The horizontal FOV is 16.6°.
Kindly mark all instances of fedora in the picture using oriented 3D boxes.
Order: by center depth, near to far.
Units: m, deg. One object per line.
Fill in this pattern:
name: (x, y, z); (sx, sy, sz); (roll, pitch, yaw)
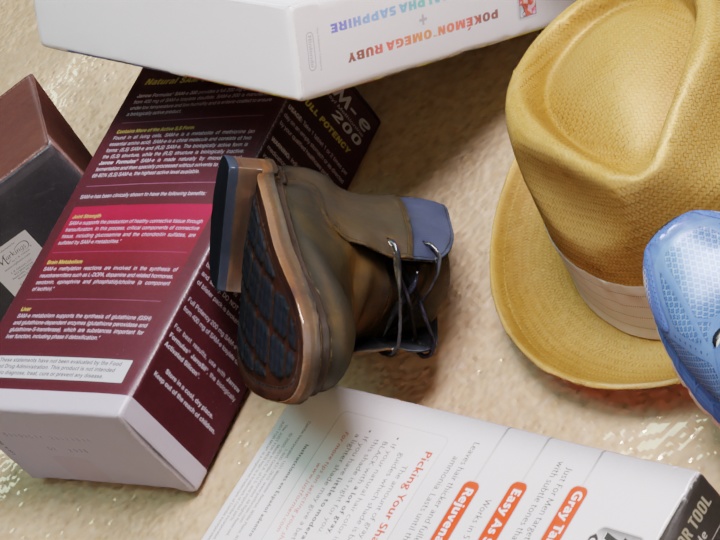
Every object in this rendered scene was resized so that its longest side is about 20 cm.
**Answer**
fedora: (0.113, -0.052, 0.925); (0.200, 0.082, 0.201); (-25, 40, 23)

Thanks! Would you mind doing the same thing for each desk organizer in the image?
desk organizer: (-0.209, 0.001, 1.186); (0.200, 0.072, 0.077); (-36, 34, 9)

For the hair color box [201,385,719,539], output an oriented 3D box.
hair color box: (0.034, 0.107, 0.859); (0.200, 0.061, 0.102); (11, 61, 49)

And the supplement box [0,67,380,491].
supplement box: (-0.082, -0.005, 1.080); (0.109, 0.061, 0.200); (1, 55, 42)

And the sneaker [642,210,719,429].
sneaker: (0.155, 0.031, 0.779); (0.079, 0.089, 0.200); (-43, 45, -3)

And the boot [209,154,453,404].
boot: (0.000, 0.000, 0.937); (0.200, 0.097, 0.075); (-117, 32, -69)

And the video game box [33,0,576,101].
video game box: (-0.017, -0.126, 1.078); (0.182, 0.047, 0.200); (-22, 24, -33)
